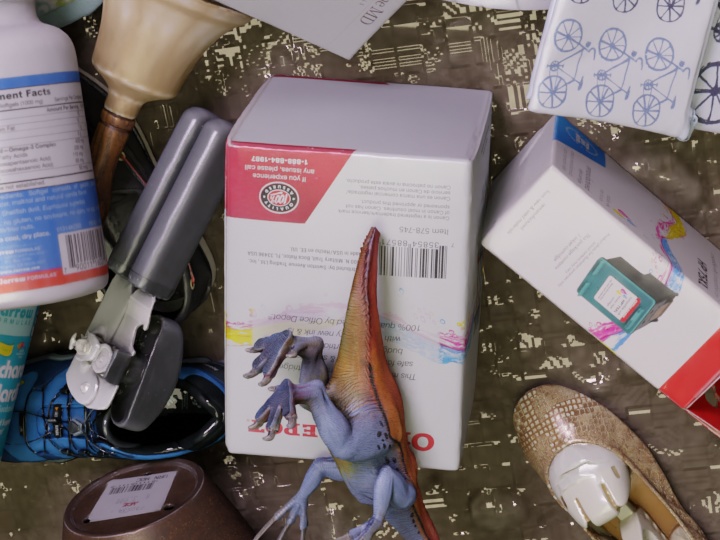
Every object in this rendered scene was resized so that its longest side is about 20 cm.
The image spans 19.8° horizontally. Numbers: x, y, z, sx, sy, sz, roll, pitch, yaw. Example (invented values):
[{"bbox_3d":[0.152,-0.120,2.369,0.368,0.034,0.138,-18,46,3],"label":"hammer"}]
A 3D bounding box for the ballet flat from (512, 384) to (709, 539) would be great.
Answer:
[{"bbox_3d":[0.173,0.157,1.327,0.071,0.065,0.200,-41,100,20],"label":"ballet flat"}]

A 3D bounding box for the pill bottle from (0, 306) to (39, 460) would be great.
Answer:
[{"bbox_3d":[-0.262,0.039,1.288,0.111,0.111,0.200,15,93,2],"label":"pill bottle"}]

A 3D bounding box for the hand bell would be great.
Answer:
[{"bbox_3d":[-0.149,-0.085,1.242,0.104,0.104,0.200,24,102,-1],"label":"hand bell"}]

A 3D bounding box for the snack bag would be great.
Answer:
[{"bbox_3d":[0.203,-0.164,1.166,0.200,0.021,0.189,9,104,-24],"label":"snack bag"}]

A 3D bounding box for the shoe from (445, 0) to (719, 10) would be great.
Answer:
[{"bbox_3d":[0.128,-0.202,1.198,0.200,0.071,0.091,1,110,2],"label":"shoe"}]

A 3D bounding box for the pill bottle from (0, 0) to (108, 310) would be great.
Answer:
[{"bbox_3d":[-0.213,-0.080,1.181,0.112,0.112,0.200,-7,94,11],"label":"pill bottle"}]

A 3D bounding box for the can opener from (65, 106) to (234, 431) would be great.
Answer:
[{"bbox_3d":[-0.123,-0.002,1.264,0.066,0.053,0.200,19,97,-42],"label":"can opener"}]

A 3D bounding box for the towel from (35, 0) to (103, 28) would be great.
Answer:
[{"bbox_3d":[-0.267,-0.193,1.219,0.200,0.048,0.171,-24,133,3],"label":"towel"}]

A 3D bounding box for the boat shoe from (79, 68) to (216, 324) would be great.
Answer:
[{"bbox_3d":[-0.165,-0.052,1.299,0.074,0.063,0.201,-31,102,20],"label":"boat shoe"}]

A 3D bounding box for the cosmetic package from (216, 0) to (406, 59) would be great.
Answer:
[{"bbox_3d":[-0.060,-0.211,1.162,0.200,0.081,0.113,22,146,-18],"label":"cosmetic package"}]

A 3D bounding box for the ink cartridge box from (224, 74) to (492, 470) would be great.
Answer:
[{"bbox_3d":[0.000,0.000,1.248,0.145,0.145,0.200,5,111,6],"label":"ink cartridge box"}]

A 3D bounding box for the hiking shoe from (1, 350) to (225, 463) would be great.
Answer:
[{"bbox_3d":[-0.170,0.088,1.331,0.200,0.087,0.074,-8,93,8],"label":"hiking shoe"}]

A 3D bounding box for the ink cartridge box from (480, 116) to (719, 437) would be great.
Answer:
[{"bbox_3d":[0.171,0.005,1.242,0.200,0.116,0.067,39,110,-8],"label":"ink cartridge box"}]

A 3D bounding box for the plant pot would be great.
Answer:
[{"bbox_3d":[-0.117,0.229,1.323,0.187,0.187,0.200,-12,112,12],"label":"plant pot"}]

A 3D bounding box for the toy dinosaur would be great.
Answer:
[{"bbox_3d":[0.013,0.112,1.172,0.181,0.105,0.200,37,101,-30],"label":"toy dinosaur"}]
